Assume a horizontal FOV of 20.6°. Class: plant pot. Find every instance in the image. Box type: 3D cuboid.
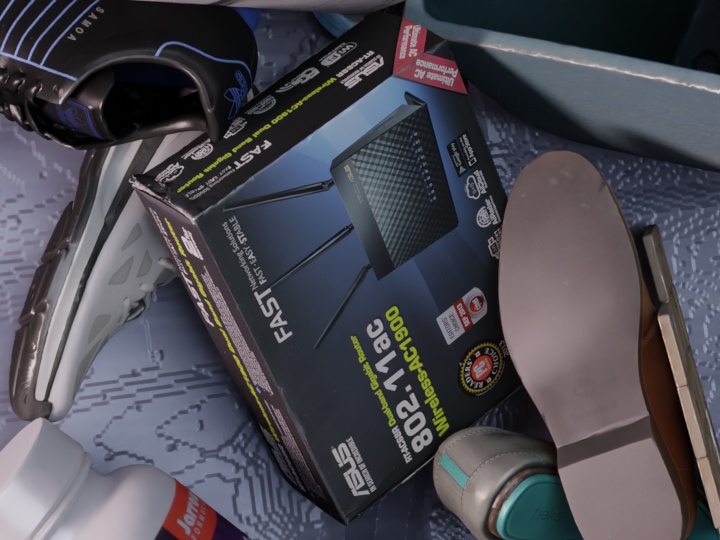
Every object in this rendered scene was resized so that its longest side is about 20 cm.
[{"bbox_3d":[0.174,-0.141,0.988,0.200,0.196,0.197,42,68,-54],"label":"plant pot"}]

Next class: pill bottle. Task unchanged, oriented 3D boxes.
[{"bbox_3d":[-0.095,0.160,0.916,0.200,0.111,0.111,40,74,-13],"label":"pill bottle"}]

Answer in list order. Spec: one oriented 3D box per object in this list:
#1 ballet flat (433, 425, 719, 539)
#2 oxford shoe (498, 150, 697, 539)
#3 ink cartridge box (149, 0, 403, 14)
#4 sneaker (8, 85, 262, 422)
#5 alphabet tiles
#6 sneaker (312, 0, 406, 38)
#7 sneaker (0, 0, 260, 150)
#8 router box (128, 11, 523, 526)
[{"bbox_3d":[0.112,0.116,1.014,0.200,0.064,0.067,21,101,-45],"label":"ballet flat"},{"bbox_3d":[0.116,0.040,0.954,0.071,0.071,0.200,-14,91,-64],"label":"oxford shoe"},{"bbox_3d":[-0.043,-0.195,0.864,0.200,0.083,0.145,-5,81,-53],"label":"ink cartridge box"},{"bbox_3d":[-0.087,-0.007,0.952,0.115,0.076,0.201,24,76,-15],"label":"sneaker"},{"bbox_3d":[0.165,0.061,0.985,0.008,0.200,0.167,-15,91,10],"label":"alphabet tiles"},{"bbox_3d":[0.029,-0.216,1.001,0.079,0.096,0.200,8,83,-20],"label":"sneaker"},{"bbox_3d":[-0.146,-0.095,0.899,0.200,0.070,0.078,-1,52,10],"label":"sneaker"},{"bbox_3d":[0.000,0.000,0.948,0.150,0.062,0.200,-37,125,-18],"label":"router box"}]
